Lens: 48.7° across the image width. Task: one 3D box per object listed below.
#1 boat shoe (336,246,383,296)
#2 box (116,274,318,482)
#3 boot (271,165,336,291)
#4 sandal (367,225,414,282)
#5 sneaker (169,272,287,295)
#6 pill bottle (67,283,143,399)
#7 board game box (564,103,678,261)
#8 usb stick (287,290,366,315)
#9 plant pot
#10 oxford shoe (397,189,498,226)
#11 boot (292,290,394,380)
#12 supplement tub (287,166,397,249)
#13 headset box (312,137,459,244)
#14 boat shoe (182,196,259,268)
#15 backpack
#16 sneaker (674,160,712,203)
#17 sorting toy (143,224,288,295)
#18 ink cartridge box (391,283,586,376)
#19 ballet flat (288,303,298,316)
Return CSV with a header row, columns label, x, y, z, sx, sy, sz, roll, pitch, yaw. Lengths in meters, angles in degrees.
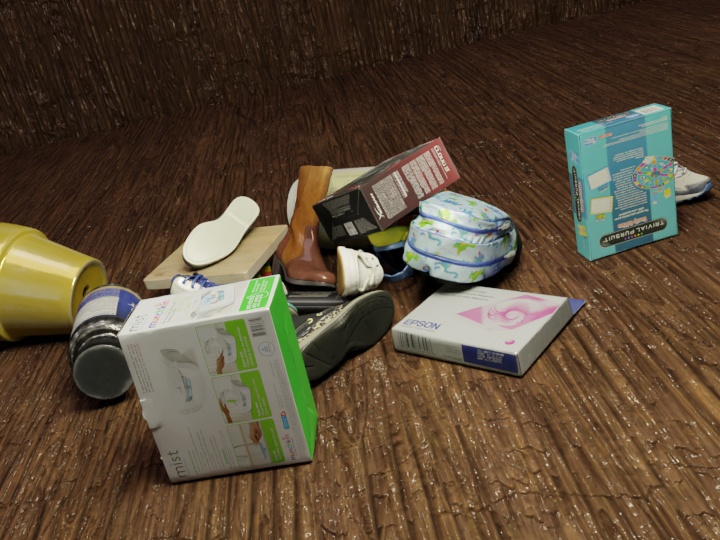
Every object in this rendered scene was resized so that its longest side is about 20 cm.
label,x,y,z,sx,sy,sz,roll,pitch,yaw
boat shoe,0.000,0.000,1.179,0.069,0.071,0.200,1,3,1
box,-0.157,0.127,0.916,0.175,0.201,0.097,-11,23,7
boot,-0.071,-0.072,1.326,0.068,0.202,0.188,16,3,-26
sandal,0.069,-0.030,1.301,0.079,0.088,0.200,-7,3,27
sneaker,-0.216,0.043,1.156,0.199,0.116,0.080,-30,-3,19
pill bottle,-0.375,0.106,1.188,0.111,0.113,0.200,-16,24,-7
board game box,0.395,-0.132,1.201,0.150,0.201,0.047,-16,24,-7
usb stick,-0.081,0.051,1.255,0.198,0.033,0.055,-2,16,25
plant pot,-0.550,0.029,1.373,0.187,0.202,0.201,8,27,9
oxford shoe,0.159,-0.113,1.396,0.198,0.073,0.071,-3,-2,-23
boot,-0.063,0.079,1.136,0.153,0.074,0.203,6,29,43
supplement tub,-0.018,-0.112,1.442,0.199,0.146,0.145,0,26,27
headset box,0.046,-0.128,1.252,0.200,0.078,0.148,-36,13,-29
boat shoe,-0.247,-0.056,1.398,0.062,0.073,0.200,-51,1,44
backpack,0.143,-0.048,1.182,0.162,0.155,0.200,27,37,23
sneaker,0.508,-0.171,1.372,0.077,0.086,0.199,-27,28,-29
sorting toy,-0.244,-0.003,1.413,0.198,0.070,0.199,-5,25,20
ink cartridge box,0.177,0.061,1.088,0.195,0.044,0.200,7,32,39
ballet flat,-0.183,0.080,1.227,0.199,0.068,0.064,3,55,34
